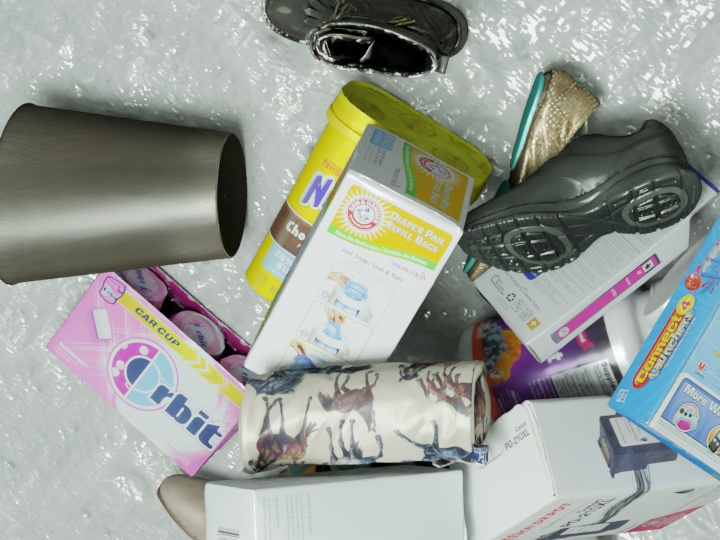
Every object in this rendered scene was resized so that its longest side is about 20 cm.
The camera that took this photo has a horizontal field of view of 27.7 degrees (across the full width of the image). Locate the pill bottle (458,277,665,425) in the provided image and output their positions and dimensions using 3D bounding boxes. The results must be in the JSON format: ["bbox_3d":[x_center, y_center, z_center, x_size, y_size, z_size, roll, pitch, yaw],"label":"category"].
[{"bbox_3d":[0.194,0.071,1.240,0.200,0.111,0.112,-20,99,21],"label":"pill bottle"}]

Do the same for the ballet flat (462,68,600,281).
[{"bbox_3d":[0.149,-0.071,1.239,0.065,0.071,0.200,19,115,-4],"label":"ballet flat"}]

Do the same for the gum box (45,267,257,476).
[{"bbox_3d":[-0.184,0.090,1.387,0.200,0.066,0.114,41,115,2],"label":"gum box"}]

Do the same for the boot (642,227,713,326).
[{"bbox_3d":[0.318,-0.004,1.157,0.090,0.073,0.200,46,76,-2],"label":"boot"}]

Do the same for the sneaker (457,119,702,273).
[{"bbox_3d":[0.171,-0.061,1.183,0.200,0.091,0.076,-16,140,11],"label":"sneaker"}]

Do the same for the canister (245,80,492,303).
[{"bbox_3d":[0.003,-0.042,1.280,0.148,0.087,0.200,32,114,4],"label":"canister"}]

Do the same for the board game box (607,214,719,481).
[{"bbox_3d":[0.317,0.071,1.114,0.200,0.056,0.196,34,86,-26],"label":"board game box"}]

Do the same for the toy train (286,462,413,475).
[{"bbox_3d":[-0.022,0.212,1.261,0.114,0.085,0.200,0,81,40],"label":"toy train"}]

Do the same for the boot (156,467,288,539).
[{"bbox_3d":[-0.080,0.220,1.373,0.200,0.070,0.146,31,134,-7],"label":"boot"}]

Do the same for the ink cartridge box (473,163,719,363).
[{"bbox_3d":[0.197,-0.019,1.205,0.200,0.095,0.037,-40,132,3],"label":"ink cartridge box"}]

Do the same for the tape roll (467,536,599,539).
[{"bbox_3d":[0.120,0.280,1.309,0.202,0.071,0.203,11,132,12],"label":"tape roll"}]

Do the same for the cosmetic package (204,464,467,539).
[{"bbox_3d":[-0.017,0.214,1.142,0.081,0.200,0.113,-5,84,55],"label":"cosmetic package"}]

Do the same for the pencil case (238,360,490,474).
[{"bbox_3d":[0.002,0.118,1.138,0.200,0.078,0.090,-3,105,8],"label":"pencil case"}]

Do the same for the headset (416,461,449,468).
[{"bbox_3d":[0.045,0.168,1.325,0.123,0.094,0.200,29,123,7],"label":"headset"}]

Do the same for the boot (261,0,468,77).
[{"bbox_3d":[-0.009,-0.199,1.189,0.200,0.174,0.069,10,109,14],"label":"boot"}]

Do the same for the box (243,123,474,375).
[{"bbox_3d":[0.000,0.000,1.186,0.101,0.113,0.200,27,118,-4],"label":"box"}]

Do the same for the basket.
[{"bbox_3d":[-0.211,-0.067,1.310,0.200,0.181,0.136,2,145,10],"label":"basket"}]

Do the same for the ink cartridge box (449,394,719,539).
[{"bbox_3d":[0.194,0.162,1.195,0.145,0.200,0.084,-48,48,54],"label":"ink cartridge box"}]
